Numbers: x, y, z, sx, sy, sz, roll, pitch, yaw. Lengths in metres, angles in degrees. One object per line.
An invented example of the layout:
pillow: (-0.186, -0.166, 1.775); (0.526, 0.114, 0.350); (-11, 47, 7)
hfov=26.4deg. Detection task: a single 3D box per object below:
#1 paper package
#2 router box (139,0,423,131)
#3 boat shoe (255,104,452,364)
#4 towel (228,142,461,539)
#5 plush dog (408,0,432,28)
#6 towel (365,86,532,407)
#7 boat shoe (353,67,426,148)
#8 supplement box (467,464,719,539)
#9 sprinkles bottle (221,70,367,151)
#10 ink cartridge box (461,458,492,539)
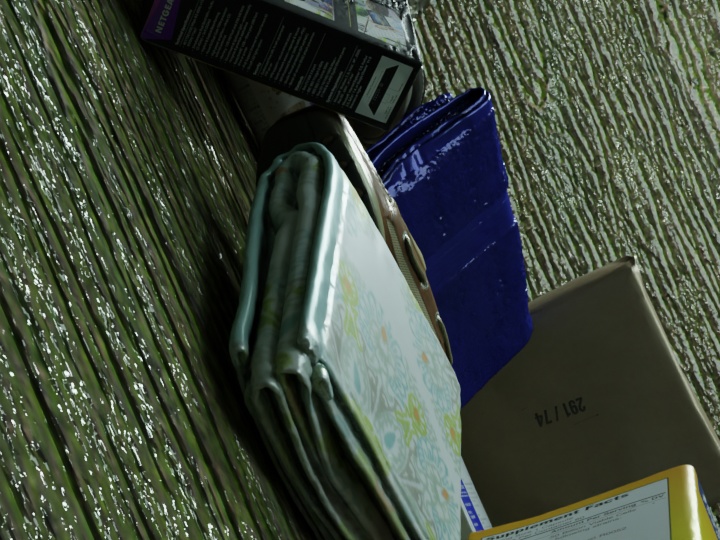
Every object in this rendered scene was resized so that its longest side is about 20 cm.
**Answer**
paper package: (0.153, 0.116, 1.143); (0.191, 0.200, 0.103); (64, 6, 3)
router box: (-0.048, -0.171, 0.901); (0.149, 0.051, 0.200); (20, 29, -16)
boat shoe: (0.000, 0.000, 0.890); (0.074, 0.076, 0.200); (-39, 114, -62)
towel: (-0.003, 0.051, 0.735); (0.200, 0.048, 0.171); (-83, 150, -58)
plush dog: (-0.042, -0.217, 1.108); (0.172, 0.200, 0.161); (29, 64, -35)
towel: (0.047, -0.004, 1.009); (0.050, 0.148, 0.200); (17, -46, 40)
boat shoe: (0.007, -0.110, 1.068); (0.067, 0.057, 0.200); (56, -28, 8)
supplement box: (0.100, 0.170, 0.599); (0.200, 0.109, 0.110); (-48, 117, -74)
sprinkles bottle: (-0.042, -0.103, 1.020); (0.200, 0.068, 0.068); (63, 7, -6)
ink cartridge box: (0.071, 0.187, 0.952); (0.099, 0.039, 0.200); (35, 31, -76)
